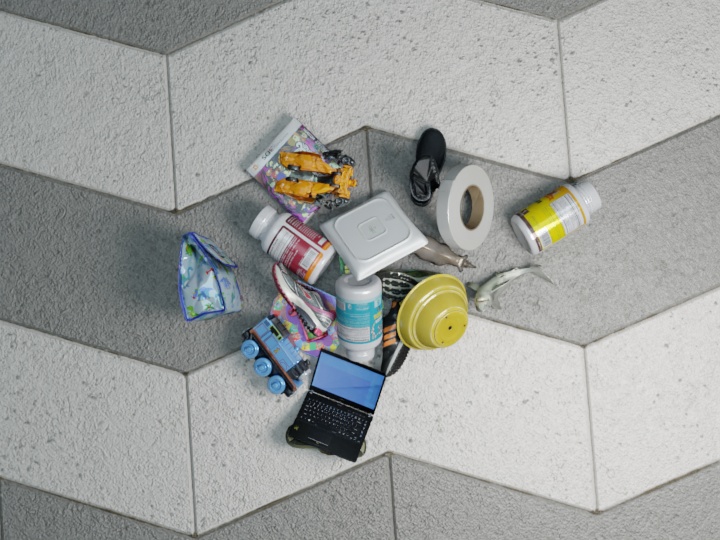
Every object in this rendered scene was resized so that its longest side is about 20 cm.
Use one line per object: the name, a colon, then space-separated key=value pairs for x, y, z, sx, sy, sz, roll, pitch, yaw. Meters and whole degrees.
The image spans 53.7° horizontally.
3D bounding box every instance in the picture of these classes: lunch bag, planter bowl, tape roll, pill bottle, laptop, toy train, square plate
lunch bag: x=-0.365 y=0.012 z=1.699 sx=0.126 sy=0.170 sz=0.202 roll=-16 pitch=86 yaw=2
planter bowl: x=0.189 y=0.117 z=1.658 sx=0.198 sy=0.083 sz=0.202 roll=-14 pitch=121 yaw=-24
tape roll: x=0.248 y=-0.149 z=1.672 sx=0.037 sy=0.202 sz=0.205 roll=8 pitch=88 yaw=40
pill bottle: x=-0.165 y=-0.066 z=1.721 sx=0.199 sy=0.113 sz=0.113 roll=36 pitch=90 yaw=3
laptop: x=-0.054 y=0.321 z=1.697 sx=0.175 sy=0.104 sz=0.201 roll=20 pitch=55 yaw=9
toy train: x=-0.202 y=0.207 z=1.721 sx=0.114 sy=0.087 sz=0.201 roll=-38 pitch=86 yaw=11
pill bottle: x=0.468 y=-0.131 z=1.695 sx=0.199 sy=0.109 sz=0.110 roll=-31 pitch=87 yaw=1
pill bottle: x=-0.003 y=0.113 z=1.684 sx=0.109 sy=0.111 sz=0.202 roll=0 pitch=115 yaw=3
square plate: x=0.028 y=-0.093 z=1.689 sx=0.197 sy=0.029 sz=0.201 roll=-28 pitch=56 yaw=-11

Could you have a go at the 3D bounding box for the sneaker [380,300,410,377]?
sneaker: x=0.079 y=0.157 z=1.734 sx=0.089 sy=0.070 sz=0.202 roll=23 pitch=94 yaw=25

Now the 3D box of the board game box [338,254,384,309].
board game box: x=0.000 y=0.000 z=1.753 sx=0.103 sy=0.023 sz=0.203 roll=-5 pitch=88 yaw=0

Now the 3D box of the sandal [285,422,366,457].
sandal: x=-0.083 y=0.412 z=1.730 sx=0.198 sy=0.058 sz=0.080 roll=9 pitch=53 yaw=2

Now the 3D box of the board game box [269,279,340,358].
board game box: x=-0.130 y=0.122 z=1.749 sx=0.198 sy=0.039 sz=0.159 roll=24 pitch=89 yaw=4

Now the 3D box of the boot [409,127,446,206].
boot: x=0.162 y=-0.254 z=1.685 sx=0.076 sy=0.168 sz=0.202 roll=13 pitch=88 yaw=3

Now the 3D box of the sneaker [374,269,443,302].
sneaker: x=0.125 y=0.028 z=1.720 sx=0.197 sy=0.089 sz=0.078 roll=6 pitch=112 yaw=-6

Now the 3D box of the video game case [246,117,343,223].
video game case: x=-0.152 y=-0.246 z=1.765 sx=0.200 sy=0.036 sz=0.181 roll=44 pitch=92 yaw=3

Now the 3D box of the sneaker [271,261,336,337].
sneaker: x=-0.140 y=0.061 z=1.699 sx=0.074 sy=0.081 sz=0.201 roll=-38 pitch=90 yaw=-12

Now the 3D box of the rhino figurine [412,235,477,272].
rhino figurine: x=0.188 y=-0.041 z=1.716 sx=0.198 sy=0.087 sz=0.060 roll=23 pitch=90 yaw=3

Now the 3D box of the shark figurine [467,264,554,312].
shark figurine: x=0.350 y=0.049 z=1.725 sx=0.213 sy=0.128 sz=0.090 roll=-28 pitch=113 yaw=-16

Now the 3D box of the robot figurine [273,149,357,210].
robot figurine: x=-0.103 y=-0.224 z=1.714 sx=0.198 sy=0.058 sz=0.147 roll=10 pitch=90 yaw=4
